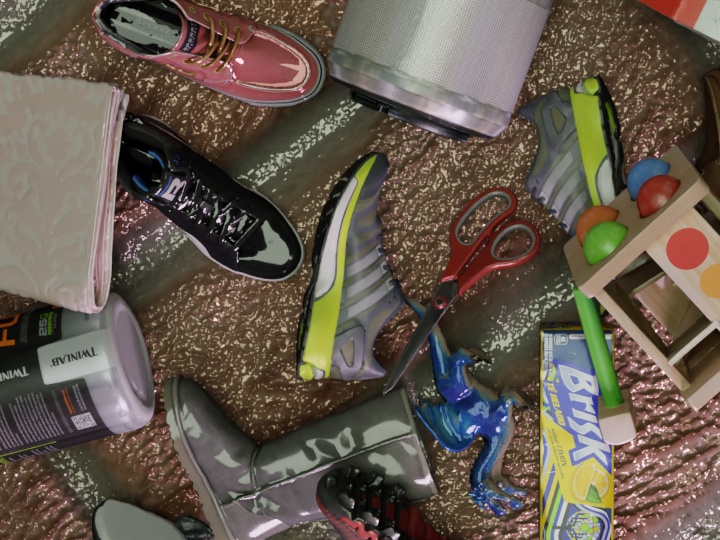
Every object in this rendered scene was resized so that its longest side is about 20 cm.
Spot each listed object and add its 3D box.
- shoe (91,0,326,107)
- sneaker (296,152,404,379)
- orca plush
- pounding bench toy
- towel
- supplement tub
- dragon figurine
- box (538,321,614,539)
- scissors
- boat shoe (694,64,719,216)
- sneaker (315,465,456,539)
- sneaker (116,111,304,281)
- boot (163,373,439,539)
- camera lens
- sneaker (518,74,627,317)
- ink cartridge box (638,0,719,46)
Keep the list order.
[{"bbox_3d":[-0.129,-0.189,1.719,0.199,0.091,0.072,18,96,5],"label":"shoe"},{"bbox_3d":[0.000,0.000,1.724,0.081,0.074,0.201,12,92,-10],"label":"sneaker"},{"bbox_3d":[-0.154,0.279,1.781,0.199,0.071,0.105,24,52,1],"label":"orca plush"},{"bbox_3d":[0.224,0.023,1.609,0.200,0.124,0.156,-43,102,10],"label":"pounding bench toy"},{"bbox_3d":[-0.279,-0.072,1.730,0.199,0.032,0.192,12,95,40],"label":"towel"},{"bbox_3d":[-0.287,0.098,1.742,0.199,0.123,0.123,-15,92,7],"label":"supplement tub"},{"bbox_3d":[0.081,0.118,1.730,0.200,0.059,0.099,44,97,1],"label":"dragon figurine"},{"bbox_3d":[0.182,0.145,1.714,0.064,0.070,0.201,0,94,4],"label":"box"},{"bbox_3d":[0.070,0.014,1.722,0.200,0.014,0.073,-44,75,-5],"label":"scissors"},{"bbox_3d":[0.302,-0.069,1.685,0.068,0.072,0.201,-12,92,6],"label":"boat shoe"},{"bbox_3d":[0.030,0.244,1.720,0.200,0.071,0.098,37,123,-19],"label":"sneaker"},{"bbox_3d":[-0.140,-0.055,1.719,0.200,0.112,0.073,38,98,3],"label":"sneaker"},{"bbox_3d":[-0.051,0.143,1.742,0.199,0.073,0.183,-21,105,14],"label":"boot"},{"bbox_3d":[0.073,-0.216,1.659,0.159,0.160,0.201,21,96,5],"label":"camera lens"},{"bbox_3d":[0.183,-0.060,1.709,0.081,0.074,0.201,-7,90,22],"label":"sneaker"},{"bbox_3d":[0.322,-0.256,1.635,0.199,0.047,0.161,22,98,-30],"label":"ink cartridge box"}]
